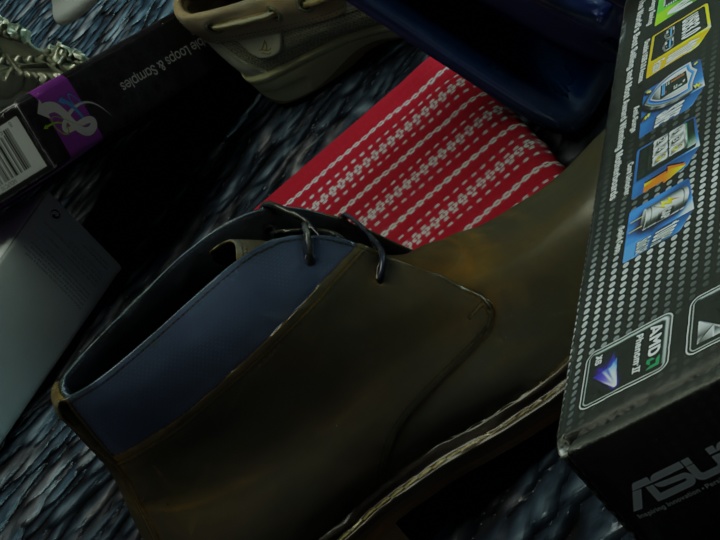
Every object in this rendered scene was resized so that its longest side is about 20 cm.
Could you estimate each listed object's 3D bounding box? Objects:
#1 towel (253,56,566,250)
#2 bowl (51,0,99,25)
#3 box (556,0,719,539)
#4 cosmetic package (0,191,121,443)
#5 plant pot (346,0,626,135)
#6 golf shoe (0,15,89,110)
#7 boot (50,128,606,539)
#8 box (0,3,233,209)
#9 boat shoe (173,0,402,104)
[{"bbox_3d":[0.000,0.000,0.879,0.144,0.022,0.200,-41,20,4],"label":"towel"},{"bbox_3d":[-0.103,-0.216,1.247,0.201,0.090,0.201,-43,14,14],"label":"bowl"},{"bbox_3d":[0.141,-0.046,0.612,0.193,0.048,0.201,-31,25,30],"label":"box"},{"bbox_3d":[-0.204,0.060,1.139,0.200,0.052,0.151,-23,26,48],"label":"cosmetic package"},{"bbox_3d":[0.055,-0.172,0.828,0.201,0.199,0.180,-61,7,-25],"label":"plant pot"},{"bbox_3d":[-0.179,-0.073,1.328,0.098,0.078,0.200,-64,0,2],"label":"golf shoe"},{"bbox_3d":[0.011,0.005,0.724,0.200,0.097,0.075,-47,19,-6],"label":"boot"},{"bbox_3d":[-0.121,-0.066,1.164,0.143,0.036,0.200,-28,7,41],"label":"box"},{"bbox_3d":[0.002,-0.132,1.064,0.200,0.065,0.073,-28,40,45],"label":"boat shoe"}]
